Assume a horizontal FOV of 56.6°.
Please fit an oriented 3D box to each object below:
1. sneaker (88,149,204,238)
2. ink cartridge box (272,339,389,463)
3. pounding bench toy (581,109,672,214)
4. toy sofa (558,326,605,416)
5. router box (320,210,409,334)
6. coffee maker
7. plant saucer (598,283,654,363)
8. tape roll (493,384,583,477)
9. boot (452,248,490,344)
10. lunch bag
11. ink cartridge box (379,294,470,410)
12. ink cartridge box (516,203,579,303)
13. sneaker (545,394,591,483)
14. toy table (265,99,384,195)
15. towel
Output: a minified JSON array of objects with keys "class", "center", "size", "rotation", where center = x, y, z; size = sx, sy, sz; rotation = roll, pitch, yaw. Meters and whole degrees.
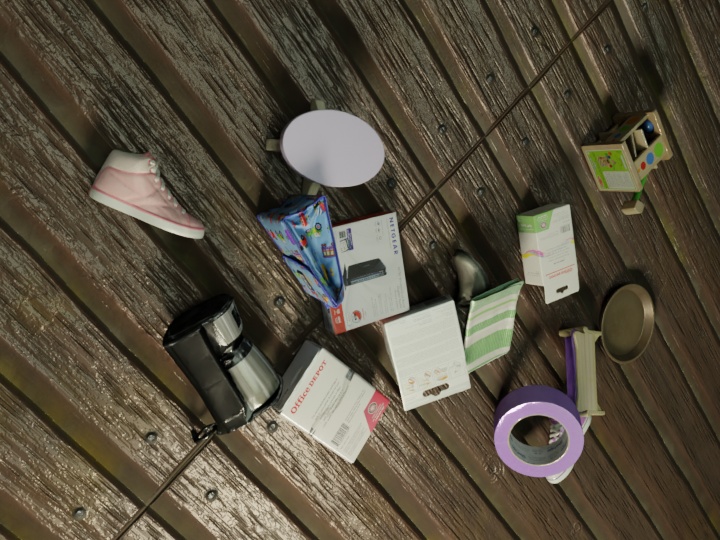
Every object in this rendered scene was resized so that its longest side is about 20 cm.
[{"class":"sneaker","center":[-0.337,-0.131,1.109],"size":[0.196,0.075,0.107],"rotation":[24,90,-24]},{"class":"ink cartridge box","center":[-0.061,0.253,1.298],"size":[0.199,0.084,0.147],"rotation":[40,78,-27]},{"class":"pounding bench toy","center":[0.654,-0.257,1.595],"size":[0.155,0.123,0.203],"rotation":[-39,112,-18]},{"class":"toy sofa","center":[0.510,0.240,1.576],"size":[0.095,0.082,0.207],"rotation":[8,77,-29]},{"class":"router box","center":[0.000,0.000,1.320],"size":[0.175,0.048,0.207],"rotation":[-16,103,-25]},{"class":"coffee maker","center":[-0.256,0.172,1.157],"size":[0.190,0.134,0.203],"rotation":[-37,111,-18]},{"class":"plant saucer","center":[0.677,0.135,1.710],"size":[0.194,0.029,0.208],"rotation":[-4,98,-28]},{"class":"tape roll","center":[0.399,0.362,1.505],"size":[0.193,0.066,0.206],"rotation":[4,114,10]},{"class":"boot","center":[0.219,0.069,1.435],"size":[0.129,0.067,0.203],"rotation":[-37,116,-18]},{"class":"lunch bag","center":[-0.090,-0.026,1.211],"size":[0.093,0.150,0.205],"rotation":[-29,108,-20]},{"class":"ink cartridge box","center":[0.138,0.171,1.397],"size":[0.157,0.050,0.206],"rotation":[-17,109,-8]},{"class":"ink cartridge box","center":[0.432,-0.040,1.535],"size":[0.114,0.067,0.207],"rotation":[-16,103,-26]},{"class":"sneaker","center":[0.474,0.399,1.616],"size":[0.114,0.072,0.204],"rotation":[39,68,-23]},{"class":"toy table","center":[-0.068,-0.218,1.219],"size":[0.195,0.116,0.190],"rotation":[17,89,-28]},{"class":"towel","center":[0.284,0.123,1.450],"size":[0.149,0.023,0.205],"rotation":[-20,131,-29]}]
